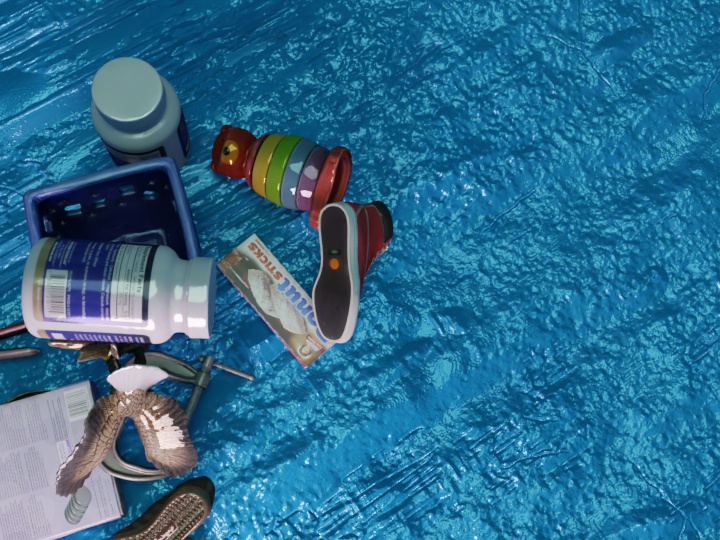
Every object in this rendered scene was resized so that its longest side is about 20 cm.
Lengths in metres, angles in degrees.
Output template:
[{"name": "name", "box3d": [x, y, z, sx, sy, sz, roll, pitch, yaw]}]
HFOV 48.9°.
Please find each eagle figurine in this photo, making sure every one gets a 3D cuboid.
[{"name": "eagle figurine", "box3d": [-0.286, 0.179, 0.969, 0.152, 0.151, 0.200, -1, 92, 18]}]

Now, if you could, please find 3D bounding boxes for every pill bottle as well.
[{"name": "pill bottle", "box3d": [-0.305, -0.208, 1.096, 0.120, 0.200, 0.120, 1, 77, -6]}, {"name": "pill bottle", "box3d": [-0.270, 0.026, 0.907, 0.200, 0.116, 0.116, 4, 77, -6]}]

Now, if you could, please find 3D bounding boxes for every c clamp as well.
[{"name": "c clamp", "box3d": [-0.259, 0.196, 1.073, 0.171, 0.027, 0.200, 29, 71, -14]}]

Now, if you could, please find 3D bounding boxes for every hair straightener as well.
[{"name": "hair straightener", "box3d": [-0.537, 0.129, 1.076, 0.200, 0.041, 0.077, -13, 79, -9]}]

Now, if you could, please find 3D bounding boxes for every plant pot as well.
[{"name": "plant pot", "box3d": [-0.314, -0.015, 1.062, 0.200, 0.180, 0.200, -15, 80, -9]}]

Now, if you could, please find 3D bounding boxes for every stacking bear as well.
[{"name": "stacking bear", "box3d": [-0.123, -0.151, 1.152, 0.200, 0.114, 0.122, 20, 103, 9]}]

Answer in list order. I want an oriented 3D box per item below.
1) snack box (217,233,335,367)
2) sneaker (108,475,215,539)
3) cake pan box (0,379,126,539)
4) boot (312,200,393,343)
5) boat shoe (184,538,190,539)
[{"name": "snack box", "box3d": [-0.117, 0.043, 1.150, 0.072, 0.024, 0.200, -40, 85, -15]}, {"name": "sneaker", "box3d": [-0.269, 0.347, 1.050, 0.200, 0.076, 0.070, -36, 94, 9]}, {"name": "cake pan box", "box3d": [-0.428, 0.259, 1.056, 0.184, 0.052, 0.200, -17, 80, -12]}, {"name": "boot", "box3d": [0.000, 0.000, 1.141, 0.072, 0.144, 0.200, 10, 100, 32]}, {"name": "boat shoe", "box3d": [-0.243, 0.454, 1.022, 0.075, 0.068, 0.200, 8, 77, -5]}]
